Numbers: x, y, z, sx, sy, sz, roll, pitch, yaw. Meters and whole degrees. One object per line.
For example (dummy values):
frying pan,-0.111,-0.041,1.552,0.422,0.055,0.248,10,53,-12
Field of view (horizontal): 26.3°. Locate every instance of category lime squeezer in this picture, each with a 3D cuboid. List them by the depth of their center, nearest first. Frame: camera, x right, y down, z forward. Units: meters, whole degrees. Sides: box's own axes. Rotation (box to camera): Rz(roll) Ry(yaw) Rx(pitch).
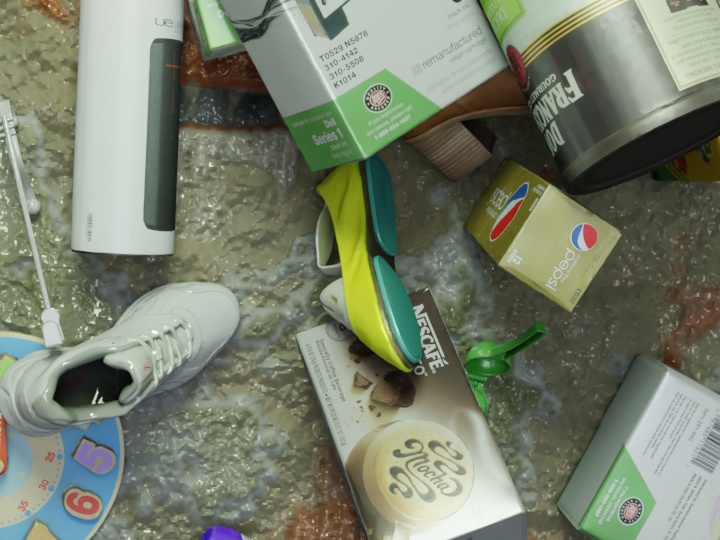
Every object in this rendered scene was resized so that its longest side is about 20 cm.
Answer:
lime squeezer,0.097,0.103,1.219,0.038,0.071,0.201,7,125,-30

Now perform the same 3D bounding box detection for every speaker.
speaker,-0.176,-0.113,1.164,0.081,0.081,0.201,3,93,-7

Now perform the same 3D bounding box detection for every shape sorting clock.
shape sorting clock,-0.278,0.145,1.175,0.199,0.039,0.201,-3,99,-15

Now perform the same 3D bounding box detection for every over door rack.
over door rack,-0.310,-0.016,1.151,0.147,0.067,0.201,-14,74,-6

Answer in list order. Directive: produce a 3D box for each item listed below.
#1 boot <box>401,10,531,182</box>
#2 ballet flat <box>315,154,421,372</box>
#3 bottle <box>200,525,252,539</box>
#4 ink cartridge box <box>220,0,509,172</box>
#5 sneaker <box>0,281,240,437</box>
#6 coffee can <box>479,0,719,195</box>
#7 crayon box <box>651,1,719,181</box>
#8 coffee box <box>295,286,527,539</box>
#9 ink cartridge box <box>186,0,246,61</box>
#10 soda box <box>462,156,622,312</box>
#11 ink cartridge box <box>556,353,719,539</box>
boot,0.088,-0.180,1.173,0.200,0.074,0.155,-40,103,13
ballet flat,0.000,0.000,1.159,0.067,0.067,0.201,-23,52,18
bottle,-0.051,0.281,1.209,0.199,0.065,0.084,32,90,-8
ink cartridge box,-0.010,-0.193,1.073,0.146,0.084,0.201,-35,104,-25
sneaker,-0.165,0.070,1.150,0.199,0.099,0.078,-30,104,-25
coffee can,0.164,-0.172,1.042,0.146,0.146,0.201,-23,79,-5
crayon box,0.257,-0.133,1.152,0.050,0.200,0.128,-16,95,-7
coffee box,0.037,0.127,1.152,0.112,0.080,0.201,-19,59,-4
ink cartridge box,-0.110,-0.264,1.142,0.067,0.117,0.201,-16,96,-7
soda box,0.130,-0.031,1.142,0.064,0.200,0.068,32,96,-7
ink cartridge box,0.282,0.180,1.231,0.199,0.084,0.145,29,92,-8
